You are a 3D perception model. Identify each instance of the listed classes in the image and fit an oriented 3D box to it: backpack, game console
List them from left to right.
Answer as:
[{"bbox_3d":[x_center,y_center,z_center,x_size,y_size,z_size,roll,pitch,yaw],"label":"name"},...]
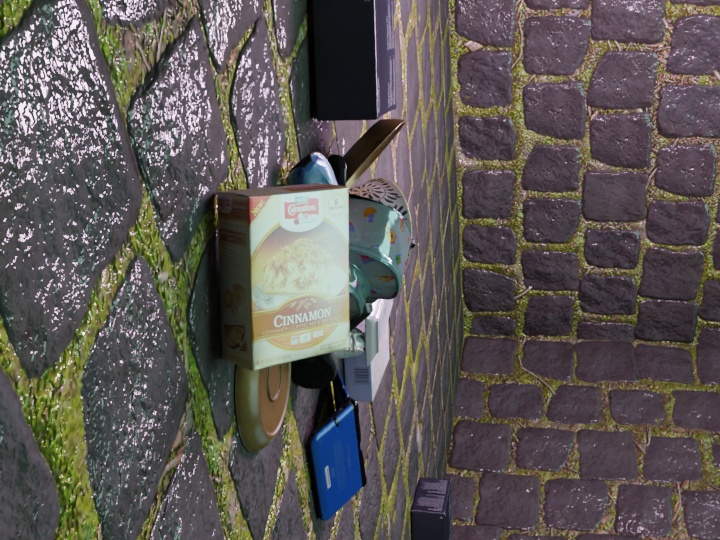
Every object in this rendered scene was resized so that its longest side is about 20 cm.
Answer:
[{"bbox_3d":[-0.057,0.299,1.725,0.170,0.117,0.203,-36,133,-36],"label":"game console"},{"bbox_3d":[-0.031,-0.023,1.349,0.177,0.196,0.156,71,24,-62],"label":"backpack"}]

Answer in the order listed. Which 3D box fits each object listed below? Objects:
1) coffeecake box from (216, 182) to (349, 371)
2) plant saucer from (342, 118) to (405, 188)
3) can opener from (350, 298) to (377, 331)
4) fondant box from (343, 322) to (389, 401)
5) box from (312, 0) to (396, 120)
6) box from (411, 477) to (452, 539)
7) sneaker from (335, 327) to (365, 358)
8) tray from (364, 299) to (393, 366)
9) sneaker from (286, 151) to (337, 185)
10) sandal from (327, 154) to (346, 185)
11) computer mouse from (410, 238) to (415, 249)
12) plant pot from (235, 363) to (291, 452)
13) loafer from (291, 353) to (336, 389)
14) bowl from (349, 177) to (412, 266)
[{"bbox_3d":[-0.091,0.002,1.189,0.152,0.072,0.204,-9,103,-40],"label":"coffeecake box"},{"bbox_3d":[-0.002,-0.189,1.661,0.201,0.035,0.200,-48,-179,1],"label":"plant saucer"},{"bbox_3d":[-0.013,0.043,1.496,0.200,0.053,0.068,-43,-121,44],"label":"can opener"},{"bbox_3d":[0.013,0.150,1.959,0.200,0.057,0.147,-63,152,-68],"label":"fondant box"},{"bbox_3d":[-0.007,-0.358,1.621,0.182,0.102,0.204,-51,140,-73],"label":"box"},{"bbox_3d":[0.215,0.758,2.950,0.182,0.102,0.204,-62,151,-68],"label":"box"},{"bbox_3d":[-0.036,0.114,1.653,0.200,0.079,0.072,14,79,-77],"label":"sneaker"},{"bbox_3d":[0.036,0.070,1.748,0.201,0.022,0.109,-71,162,-57],"label":"tray"},{"bbox_3d":[-0.041,-0.091,1.467,0.078,0.090,0.201,-40,135,-14],"label":"sneaker"},{"bbox_3d":[-0.056,-0.085,1.579,0.075,0.044,0.204,27,-61,56],"label":"sandal"},{"bbox_3d":[0.000,0.000,1.544,0.058,0.198,0.035,31,38,-55],"label":"computer mouse"},{"bbox_3d":[-0.126,0.144,1.331,0.200,0.027,0.205,2,90,-78],"label":"plant pot"},{"bbox_3d":[-0.072,0.112,1.484,0.202,0.071,0.073,93,-5,-55],"label":"loafer"},{"bbox_3d":[-0.008,-0.057,1.645,0.093,0.199,0.205,3,89,-34],"label":"bowl"}]
